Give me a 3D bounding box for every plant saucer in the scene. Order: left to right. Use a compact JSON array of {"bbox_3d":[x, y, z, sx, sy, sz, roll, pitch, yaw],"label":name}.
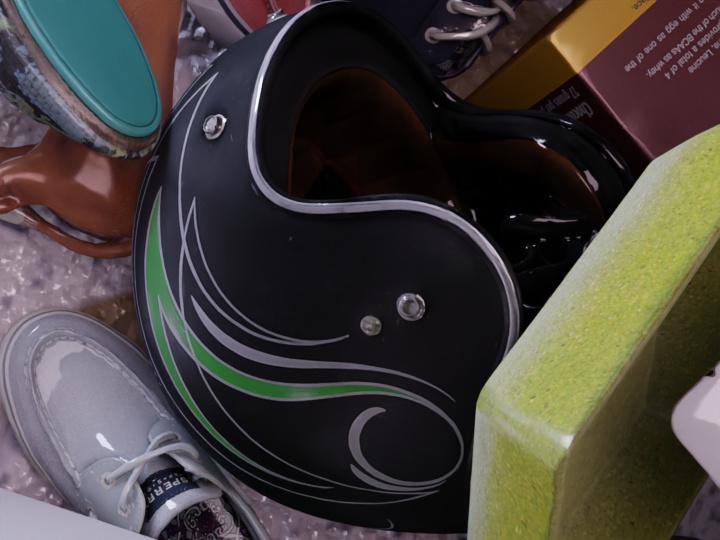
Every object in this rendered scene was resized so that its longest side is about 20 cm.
[{"bbox_3d":[0.095,0.056,0.653,0.048,0.201,0.200,24,51,22],"label":"plant saucer"}]

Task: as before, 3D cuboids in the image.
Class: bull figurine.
[{"bbox_3d":[-0.124,-0.106,0.751,0.120,0.065,0.202,5,73,-9],"label":"bull figurine"}]

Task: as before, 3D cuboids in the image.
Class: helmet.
[{"bbox_3d":[0.000,0.000,0.703,0.189,0.200,0.201,23,72,21],"label":"helmet"}]

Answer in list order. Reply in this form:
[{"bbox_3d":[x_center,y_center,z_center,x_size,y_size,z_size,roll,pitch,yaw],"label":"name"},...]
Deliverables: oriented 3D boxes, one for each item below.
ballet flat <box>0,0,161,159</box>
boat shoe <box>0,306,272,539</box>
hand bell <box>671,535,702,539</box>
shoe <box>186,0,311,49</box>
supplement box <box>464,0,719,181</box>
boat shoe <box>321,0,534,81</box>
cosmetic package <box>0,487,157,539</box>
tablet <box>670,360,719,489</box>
[{"bbox_3d":[-0.146,-0.118,0.689,0.074,0.074,0.201,-24,76,-19],"label":"ballet flat"},{"bbox_3d":[-0.078,0.097,0.724,0.070,0.071,0.201,-37,93,-19],"label":"boat shoe"},{"bbox_3d":[0.135,0.232,0.773,0.103,0.104,0.202,-19,99,-19],"label":"hand bell"},{"bbox_3d":[-0.034,-0.166,0.717,0.090,0.201,0.072,4,52,21],"label":"shoe"},{"bbox_3d":[0.188,-0.070,0.804,0.197,0.133,0.200,-42,94,-19],"label":"supplement box"},{"bbox_3d":[0.062,-0.132,0.759,0.074,0.199,0.094,11,82,-48],"label":"boat shoe"},{"bbox_3d":[-0.123,0.147,0.649,0.198,0.108,0.086,19,106,0],"label":"cosmetic package"},{"bbox_3d":[0.220,0.084,0.625,0.130,0.014,0.200,-42,89,-6],"label":"tablet"}]
